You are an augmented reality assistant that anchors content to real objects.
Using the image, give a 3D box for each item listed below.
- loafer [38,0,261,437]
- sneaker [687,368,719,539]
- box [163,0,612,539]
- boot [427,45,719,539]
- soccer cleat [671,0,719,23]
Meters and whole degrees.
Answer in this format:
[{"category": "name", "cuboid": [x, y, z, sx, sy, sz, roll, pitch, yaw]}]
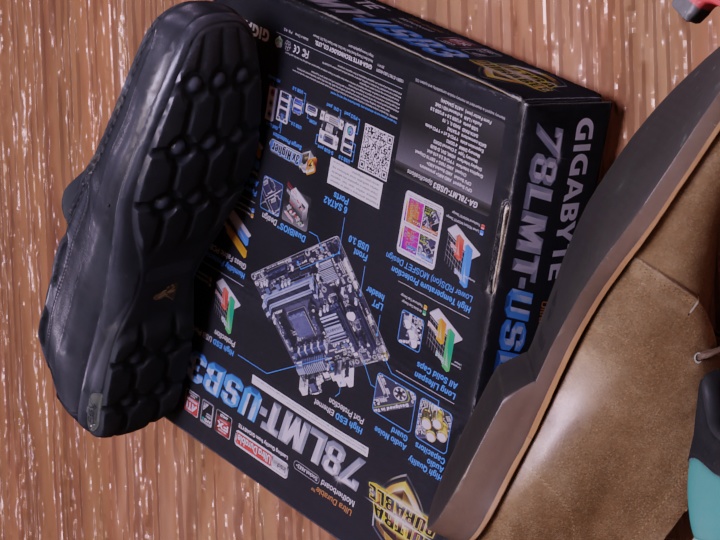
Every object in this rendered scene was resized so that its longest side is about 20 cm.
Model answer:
[{"category": "loafer", "cuboid": [-0.093, -0.024, 0.868, 0.070, 0.068, 0.201, 41, 128, 32]}, {"category": "sneaker", "cuboid": [0.169, 0.059, 0.628, 0.200, 0.071, 0.080, -8, 90, 51]}, {"category": "box", "cuboid": [0.000, 0.000, 0.845, 0.200, 0.050, 0.199, 28, 117, 47]}, {"category": "boot", "cuboid": [0.100, 0.017, 0.727, 0.075, 0.074, 0.200, 26, 107, -2]}, {"category": "soccer cleat", "cuboid": [0.176, -0.064, 0.614, 0.200, 0.069, 0.085, 45, 112, 36]}]
